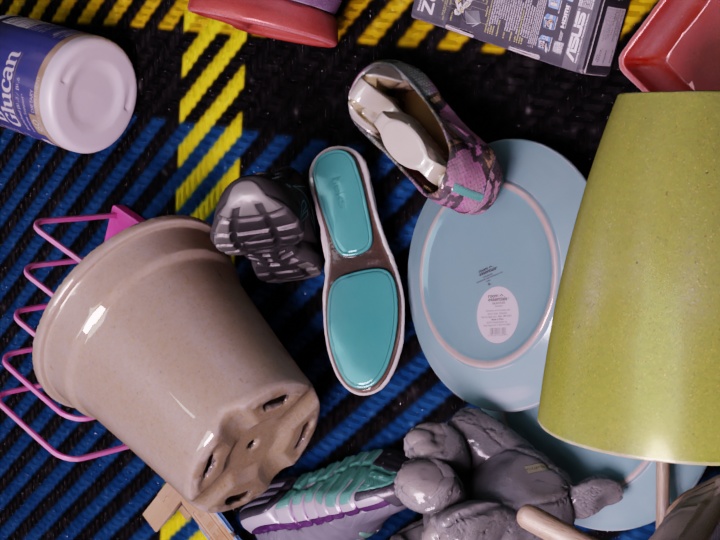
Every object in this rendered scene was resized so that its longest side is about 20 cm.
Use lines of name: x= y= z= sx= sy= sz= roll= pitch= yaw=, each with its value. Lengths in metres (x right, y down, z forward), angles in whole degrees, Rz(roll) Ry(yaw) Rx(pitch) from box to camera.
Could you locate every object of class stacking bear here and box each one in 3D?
stacking bear: x=-0.050 y=-0.291 z=0.985 sx=0.112 sy=0.121 sz=0.203 roll=15 pitch=96 yaw=22

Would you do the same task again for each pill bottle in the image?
pill bottle: x=-0.323 y=-0.190 z=1.213 sx=0.198 sy=0.110 sz=0.113 roll=19 pitch=107 yaw=36

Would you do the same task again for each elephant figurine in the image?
elephant figurine: x=0.071 y=0.211 z=0.913 sx=0.155 sy=0.141 sz=0.202 roll=38 pitch=133 yaw=29

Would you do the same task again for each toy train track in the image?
toy train track: x=-0.137 y=0.232 z=1.162 sx=0.200 sy=0.032 sz=0.115 roll=49 pitch=115 yaw=18

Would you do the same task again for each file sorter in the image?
file sorter: x=-0.254 y=0.061 z=1.175 sx=0.138 sy=0.125 sz=0.203 roll=31 pitch=113 yaw=32

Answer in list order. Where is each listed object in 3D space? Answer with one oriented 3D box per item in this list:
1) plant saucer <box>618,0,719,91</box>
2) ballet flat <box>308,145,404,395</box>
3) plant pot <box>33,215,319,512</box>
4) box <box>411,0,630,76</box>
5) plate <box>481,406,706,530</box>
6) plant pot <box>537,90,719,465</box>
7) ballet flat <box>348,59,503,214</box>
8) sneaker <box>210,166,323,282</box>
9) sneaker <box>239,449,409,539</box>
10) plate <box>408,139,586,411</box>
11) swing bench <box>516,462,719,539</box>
plant saucer: x=0.290 y=-0.144 z=0.764 sx=0.201 sy=0.036 sz=0.201 roll=50 pitch=123 yaw=25
ballet flat: x=0.000 y=0.000 z=1.000 sx=0.069 sy=0.069 sz=0.203 roll=-17 pitch=79 yaw=39
plant pot: x=-0.138 y=0.090 z=1.019 sx=0.183 sy=0.199 sz=0.202 roll=42 pitch=119 yaw=31
box: x=0.129 y=-0.258 z=0.875 sx=0.160 sy=0.049 sz=0.203 roll=24 pitch=110 yaw=32
plate: x=0.164 y=0.093 z=0.901 sx=0.198 sy=0.025 sz=0.204 roll=6 pitch=100 yaw=39
plant pot: x=0.201 y=-0.006 z=0.745 sx=0.185 sy=0.186 sz=0.204 roll=5 pitch=98 yaw=38
ballet flat: x=0.032 y=-0.111 z=0.926 sx=0.070 sy=0.071 sz=0.200 roll=-57 pitch=44 yaw=19
sneaker: x=-0.077 y=-0.048 z=0.989 sx=0.074 sy=0.200 sz=0.081 roll=-6 pitch=76 yaw=4
sneaker: x=-0.011 y=0.211 z=1.034 sx=0.198 sy=0.074 sz=0.088 roll=-20 pitch=105 yaw=43
plate: x=0.100 y=0.003 z=0.914 sx=0.198 sy=0.025 sz=0.204 roll=-5 pitch=83 yaw=46
swing bench: x=0.223 y=0.179 z=0.737 sx=0.197 sy=0.198 sz=0.132 roll=5 pitch=106 yaw=32
